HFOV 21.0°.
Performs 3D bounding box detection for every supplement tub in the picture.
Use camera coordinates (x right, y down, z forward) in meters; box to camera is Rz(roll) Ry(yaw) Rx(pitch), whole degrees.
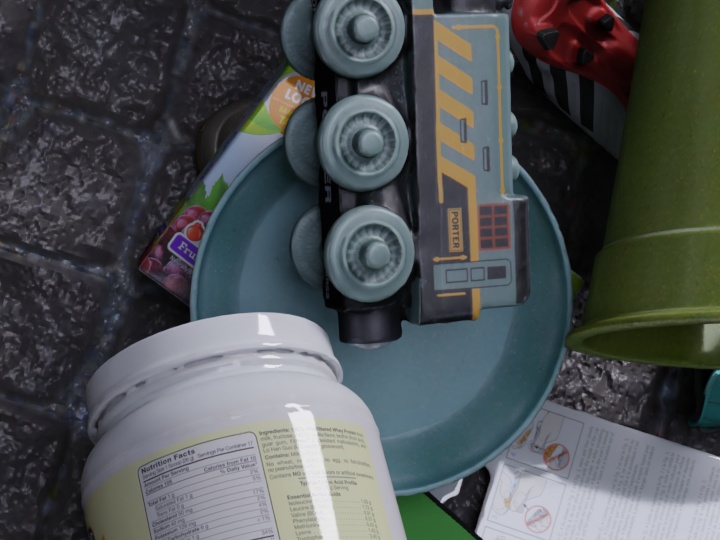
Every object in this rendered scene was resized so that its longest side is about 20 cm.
[{"bbox_3d":[-0.049,0.136,0.893,0.144,0.145,0.201,-7,64,-19],"label":"supplement tub"}]

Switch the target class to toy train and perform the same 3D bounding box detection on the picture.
[{"bbox_3d":[0.024,-0.064,0.951,0.113,0.085,0.202,-4,94,-19],"label":"toy train"}]

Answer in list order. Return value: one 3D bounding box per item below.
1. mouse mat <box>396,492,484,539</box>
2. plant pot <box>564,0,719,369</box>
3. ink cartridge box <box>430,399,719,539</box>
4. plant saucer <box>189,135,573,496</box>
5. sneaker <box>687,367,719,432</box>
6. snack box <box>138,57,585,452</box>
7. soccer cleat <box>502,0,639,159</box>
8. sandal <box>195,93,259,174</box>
[{"bbox_3d":[0.045,0.205,1.004,0.200,0.008,0.161,42,47,-1],"label":"mouse mat"},{"bbox_3d":[0.205,-0.054,0.992,0.198,0.200,0.192,5,80,-17],"label":"plant pot"},{"bbox_3d":[0.131,0.166,1.098,0.199,0.057,0.164,17,74,6],"label":"ink cartridge box"},{"bbox_3d":[0.010,0.016,1.011,0.198,0.036,0.202,-1,96,-7],"label":"plant saucer"},{"bbox_3d":[0.250,0.079,1.105,0.120,0.084,0.201,-14,56,-17],"label":"sneaker"},{"bbox_3d":[0.000,0.000,1.053,0.199,0.053,0.143,37,89,-9],"label":"snack box"},{"bbox_3d":[0.142,-0.112,1.132,0.200,0.085,0.069,37,89,-35],"label":"soccer cleat"},{"bbox_3d":[0.002,-0.093,1.095,0.199,0.055,0.082,-18,85,-20],"label":"sandal"}]
